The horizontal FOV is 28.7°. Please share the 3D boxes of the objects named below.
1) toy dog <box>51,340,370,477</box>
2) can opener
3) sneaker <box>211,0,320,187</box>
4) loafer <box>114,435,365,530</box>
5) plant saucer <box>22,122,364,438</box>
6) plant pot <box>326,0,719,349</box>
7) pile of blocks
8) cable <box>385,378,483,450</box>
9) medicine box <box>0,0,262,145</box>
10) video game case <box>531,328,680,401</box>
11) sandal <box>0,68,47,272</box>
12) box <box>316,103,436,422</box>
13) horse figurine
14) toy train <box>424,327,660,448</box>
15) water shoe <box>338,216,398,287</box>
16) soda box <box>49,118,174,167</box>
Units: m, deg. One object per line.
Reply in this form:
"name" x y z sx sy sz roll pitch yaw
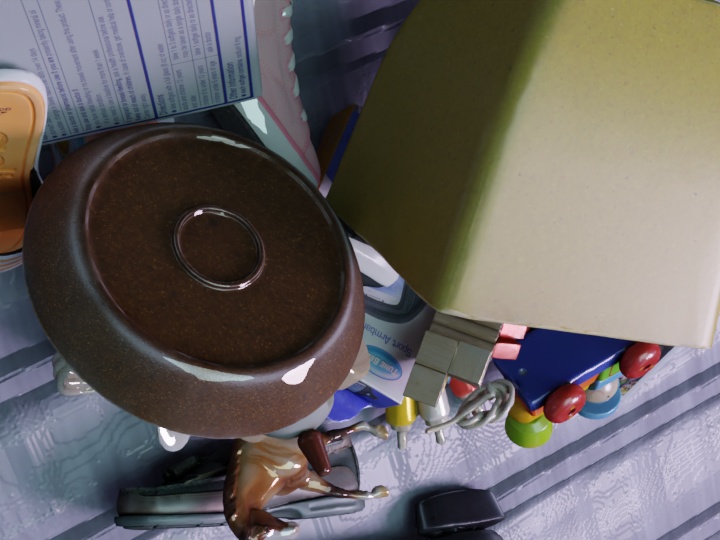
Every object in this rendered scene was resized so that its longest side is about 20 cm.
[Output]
"toy dog" -0.073 0.070 0.839 0.199 0.097 0.132 6 138 -38
"can opener" 0.028 0.227 1.086 0.199 0.079 0.064 -10 145 -26
"sneaker" -0.062 -0.148 0.916 0.105 0.075 0.201 -40 110 -15
"loafer" -0.085 0.147 0.993 0.199 0.072 0.063 3 80 -39
"plant saucer" -0.083 -0.006 0.773 0.199 0.035 0.201 13 54 -19
"plant pot" 0.119 -0.090 0.861 0.193 0.196 0.201 8 107 -25
"pile of blocks" 0.087 0.034 0.988 0.082 0.062 0.200 101 12 -46
"cable" 0.040 0.033 1.038 0.097 0.050 0.201 -24 116 -8
"medicine box" -0.161 -0.157 0.753 0.199 0.182 0.103 -12 69 -6
"video game case" 0.198 0.010 1.101 0.199 0.023 0.182 24 119 -34
"sandal" -0.213 -0.038 0.791 0.079 0.207 0.059 -6 68 -19
"box" 0.000 0.000 0.970 0.119 0.041 0.201 31 65 -20
"horse figurine" -0.053 0.091 0.970 0.132 0.050 0.201 -5 69 -29
"toy train" 0.126 0.097 1.061 0.199 0.085 0.116 -28 150 -18
"water shoe" -0.069 -0.011 0.886 0.199 0.072 0.079 18 104 -31
"soda box" -0.147 -0.028 0.900 0.063 0.068 0.201 -18 110 -29
